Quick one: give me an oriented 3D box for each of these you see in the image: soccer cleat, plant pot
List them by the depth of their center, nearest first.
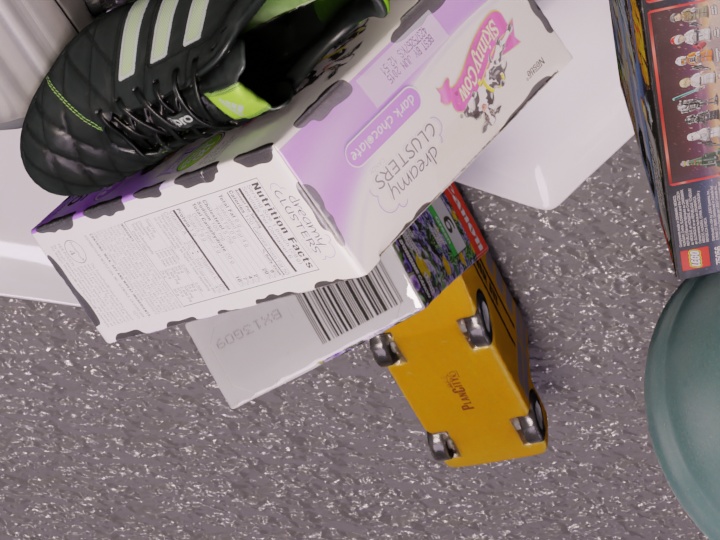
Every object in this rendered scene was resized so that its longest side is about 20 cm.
[{"bbox_3d":[-0.070,-0.086,1.129,0.200,0.081,0.067,-36,129,22],"label":"soccer cleat"},{"bbox_3d":[0.265,0.054,1.371,0.199,0.201,0.134,10,157,-15],"label":"plant pot"}]

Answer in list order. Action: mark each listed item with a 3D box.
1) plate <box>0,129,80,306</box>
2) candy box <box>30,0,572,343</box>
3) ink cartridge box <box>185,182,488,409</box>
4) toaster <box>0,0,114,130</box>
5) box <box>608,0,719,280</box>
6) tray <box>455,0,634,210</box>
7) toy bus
[{"bbox_3d":[-0.177,-0.053,1.372,0.199,0.032,0.200,8,144,-13],"label":"plate"},{"bbox_3d":[-0.028,-0.056,1.201,0.200,0.168,0.072,-16,114,51],"label":"candy box"},{"bbox_3d":[0.000,0.000,1.279,0.109,0.051,0.200,-28,-177,19],"label":"ink cartridge box"},{"bbox_3d":[-0.218,-0.132,1.189,0.199,0.114,0.129,-8,142,14],"label":"toaster"},{"bbox_3d":[0.135,-0.114,1.170,0.040,0.137,0.200,-11,135,2],"label":"box"},{"bbox_3d":[0.105,-0.102,1.318,0.107,0.022,0.200,18,141,-24],"label":"tray"},{"bbox_3d":[0.049,0.032,1.461,0.065,0.079,0.200,-12,144,14],"label":"toy bus"}]
